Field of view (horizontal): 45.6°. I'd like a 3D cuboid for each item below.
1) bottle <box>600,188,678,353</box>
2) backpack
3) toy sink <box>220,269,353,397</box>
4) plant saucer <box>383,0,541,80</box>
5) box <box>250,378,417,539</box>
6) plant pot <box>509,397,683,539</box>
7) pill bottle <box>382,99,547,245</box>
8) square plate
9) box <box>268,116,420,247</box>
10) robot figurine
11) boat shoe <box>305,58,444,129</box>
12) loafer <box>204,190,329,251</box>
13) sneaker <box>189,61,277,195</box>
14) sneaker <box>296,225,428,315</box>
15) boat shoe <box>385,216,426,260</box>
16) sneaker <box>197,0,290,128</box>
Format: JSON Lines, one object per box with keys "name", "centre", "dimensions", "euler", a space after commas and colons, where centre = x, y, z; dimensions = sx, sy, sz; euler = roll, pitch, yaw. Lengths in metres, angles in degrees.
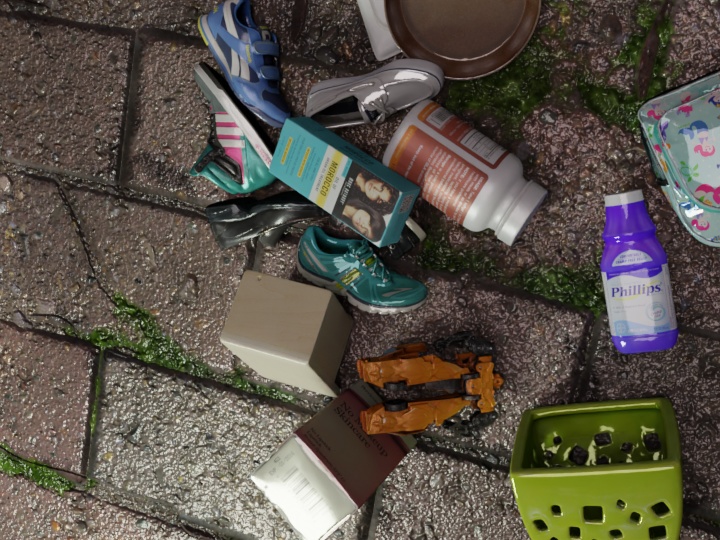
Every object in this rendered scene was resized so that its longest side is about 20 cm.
{"name": "bottle", "centre": [0.346, 0.000, 1.078], "dimensions": [0.083, 0.065, 0.202], "euler": [-8, 95, 20]}
{"name": "backpack", "centre": [0.432, -0.131, 0.994], "dimensions": [0.176, 0.151, 0.202], "euler": [-21, 95, 19]}
{"name": "toy sink", "centre": [-0.091, 0.090, 1.202], "dimensions": [0.129, 0.200, 0.113], "euler": [13, 72, 17]}
{"name": "plant saucer", "centre": [0.129, -0.346, 1.090], "dimensions": [0.198, 0.035, 0.202], "euler": [4, 121, 7]}
{"name": "box", "centre": [-0.031, 0.255, 1.162], "dimensions": [0.128, 0.200, 0.109], "euler": [47, 119, 7]}
{"name": "plant pot", "centre": [0.303, 0.285, 1.069], "dimensions": [0.197, 0.200, 0.183], "euler": [-7, 101, 19]}
{"name": "pill bottle", "centre": [0.136, -0.123, 1.107], "dimensions": [0.199, 0.112, 0.113], "euler": [36, 107, 11]}
{"name": "square plate", "centre": [0.075, -0.409, 1.132], "dimensions": [0.198, 0.028, 0.200], "euler": [-19, 91, 20]}
{"name": "box", "centre": [-0.024, -0.118, 1.115], "dimensions": [0.199, 0.049, 0.083], "euler": [35, 118, 23]}
{"name": "robot figurine", "centre": [0.097, 0.156, 1.152], "dimensions": [0.198, 0.058, 0.147], "euler": [-4, 96, -16]}
{"name": "boat shoe", "centre": [0.017, -0.225, 1.146], "dimensions": [0.198, 0.074, 0.066], "euler": [-10, 51, 28]}
{"name": "loafer", "centre": [-0.128, -0.071, 1.231], "dimensions": [0.198, 0.073, 0.073], "euler": [-3, 105, 28]}
{"name": "sneaker", "centre": [-0.206, -0.189, 1.232], "dimensions": [0.120, 0.084, 0.201], "euler": [-36, 87, 10]}
{"name": "sneaker", "centre": [0.000, 0.000, 1.178], "dimensions": [0.198, 0.078, 0.080], "euler": [22, 125, 14]}
{"name": "boat shoe", "centre": [-0.003, -0.091, 1.177], "dimensions": [0.199, 0.075, 0.066], "euler": [42, 90, 0]}
{"name": "sneaker", "centre": [-0.149, -0.293, 1.201], "dimensions": [0.082, 0.074, 0.201], "euler": [-32, 88, 17]}
